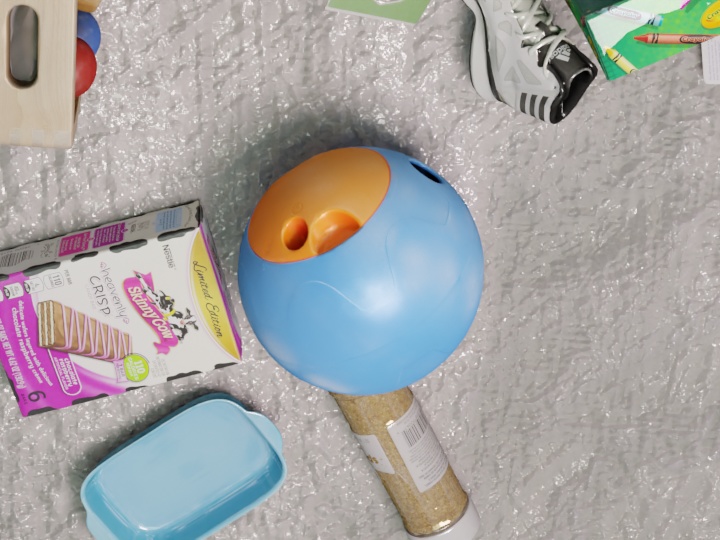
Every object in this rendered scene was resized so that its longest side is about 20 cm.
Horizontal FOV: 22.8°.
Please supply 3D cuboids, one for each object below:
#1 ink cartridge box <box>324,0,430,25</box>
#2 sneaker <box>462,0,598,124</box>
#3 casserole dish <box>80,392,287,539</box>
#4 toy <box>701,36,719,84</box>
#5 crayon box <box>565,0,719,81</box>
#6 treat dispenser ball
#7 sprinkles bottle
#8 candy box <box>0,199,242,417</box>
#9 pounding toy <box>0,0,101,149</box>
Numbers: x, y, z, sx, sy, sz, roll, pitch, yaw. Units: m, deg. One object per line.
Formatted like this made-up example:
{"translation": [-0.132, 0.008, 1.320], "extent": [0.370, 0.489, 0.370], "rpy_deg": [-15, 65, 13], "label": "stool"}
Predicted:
{"translation": [0.046, -0.285, 1.344], "extent": [0.048, 0.145, 0.200], "rpy_deg": [44, 112, 22], "label": "ink cartridge box"}
{"translation": [0.136, -0.201, 1.384], "extent": [0.076, 0.115, 0.201], "rpy_deg": [-37, 136, -24], "label": "sneaker"}
{"translation": [-0.159, 0.183, 1.614], "extent": [0.200, 0.039, 0.121], "rpy_deg": [-33, 114, 11], "label": "casserole dish"}
{"translation": [0.375, -0.212, 1.436], "extent": [0.199, 0.047, 0.116], "rpy_deg": [3, 110, 29], "label": "toy"}
{"translation": [0.214, -0.224, 1.352], "extent": [0.118, 0.200, 0.058], "rpy_deg": [-23, 117, 7], "label": "crayon box"}
{"translation": [0.000, 0.000, 1.445], "extent": [0.200, 0.201, 0.202], "rpy_deg": [-2, 117, -4], "label": "treat dispenser ball"}
{"translation": [0.040, 0.164, 1.605], "extent": [0.068, 0.068, 0.201], "rpy_deg": [-24, 115, 7], "label": "sprinkles bottle"}
{"translation": [-0.213, 0.034, 1.523], "extent": [0.199, 0.061, 0.137], "rpy_deg": [-15, 116, 2], "label": "candy box"}
{"translation": [-0.237, -0.207, 1.331], "extent": [0.141, 0.184, 0.201], "rpy_deg": [4, 116, -7], "label": "pounding toy"}
